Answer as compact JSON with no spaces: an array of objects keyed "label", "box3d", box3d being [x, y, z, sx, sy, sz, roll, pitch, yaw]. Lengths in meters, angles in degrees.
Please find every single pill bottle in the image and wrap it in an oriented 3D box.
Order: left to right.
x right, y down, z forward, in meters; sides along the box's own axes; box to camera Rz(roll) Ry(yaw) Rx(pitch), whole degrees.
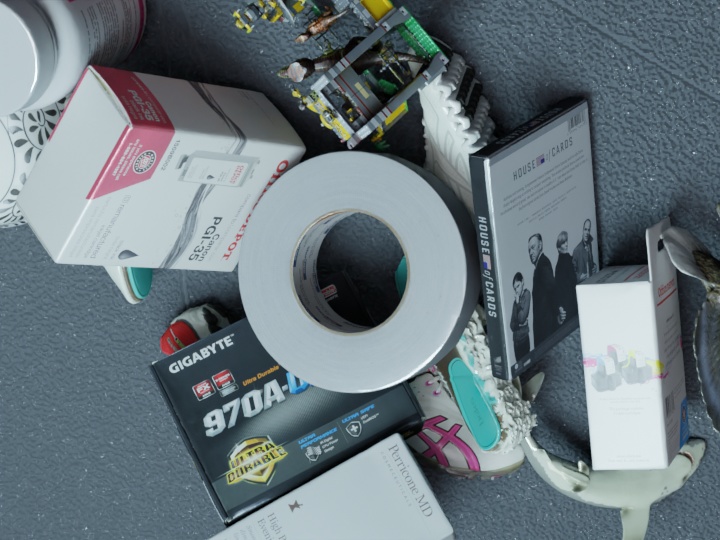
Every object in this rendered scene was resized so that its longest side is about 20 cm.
[{"label":"pill bottle","box3d":[-0.259,-0.195,1.243,0.112,0.200,0.114,5,112,13]}]

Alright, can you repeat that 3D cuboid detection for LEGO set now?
[{"label":"LEGO set","box3d":[-0.035,-0.171,1.236,0.200,0.116,0.154,53,153,-13]}]

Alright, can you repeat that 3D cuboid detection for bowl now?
[{"label":"bowl","box3d":[-0.354,-0.112,1.361,0.199,0.094,0.202,3,116,6]}]

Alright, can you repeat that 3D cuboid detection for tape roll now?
[{"label":"tape roll","box3d":[0.000,0.000,1.298,0.199,0.066,0.202,1,93,17]}]

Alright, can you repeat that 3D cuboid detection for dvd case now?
[{"label":"dvd case","box3d":[0.152,-0.028,1.301,0.025,0.150,0.201,12,120,39]}]

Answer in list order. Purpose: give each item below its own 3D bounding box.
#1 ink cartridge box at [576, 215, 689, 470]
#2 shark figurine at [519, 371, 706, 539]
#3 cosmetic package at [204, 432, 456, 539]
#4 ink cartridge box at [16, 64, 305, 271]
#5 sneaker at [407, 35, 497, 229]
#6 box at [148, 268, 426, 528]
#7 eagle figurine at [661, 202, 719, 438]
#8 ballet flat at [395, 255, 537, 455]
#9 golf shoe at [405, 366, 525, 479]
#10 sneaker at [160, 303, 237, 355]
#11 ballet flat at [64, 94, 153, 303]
[{"label":"ink cartridge box","box3d":[0.234,0.060,1.323,0.067,0.115,0.202,-3,96,21]},{"label":"shark figurine","box3d":[0.201,0.182,1.430,0.213,0.089,0.129,22,83,-11]},{"label":"cosmetic package","box3d":[-0.027,0.232,1.318,0.199,0.074,0.102,-30,74,-2]},{"label":"ink cartridge box","box3d":[-0.163,-0.081,1.287,0.083,0.199,0.147,50,120,32]},{"label":"sneaker","box3d":[0.081,-0.103,1.317,0.081,0.075,0.201,-18,110,27]},{"label":"box","box3d":[-0.065,0.113,1.361,0.199,0.046,0.160,-25,73,-11]},{"label":"eagle figurine","box3d":[0.339,0.051,1.293,0.151,0.151,0.201,-8,113,-19]},{"label":"ballet flat","box3d":[0.097,0.071,1.382,0.071,0.072,0.201,-30,76,20]},{"label":"golf shoe","box3d":[0.065,0.130,1.424,0.199,0.073,0.093,19,115,-1]},{"label":"sneaker","box3d":[-0.118,0.126,1.456,0.085,0.077,0.201,-28,98,25]},{"label":"ballet flat","box3d":[-0.229,-0.069,1.381,0.069,0.069,0.202,-2,108,9]}]
